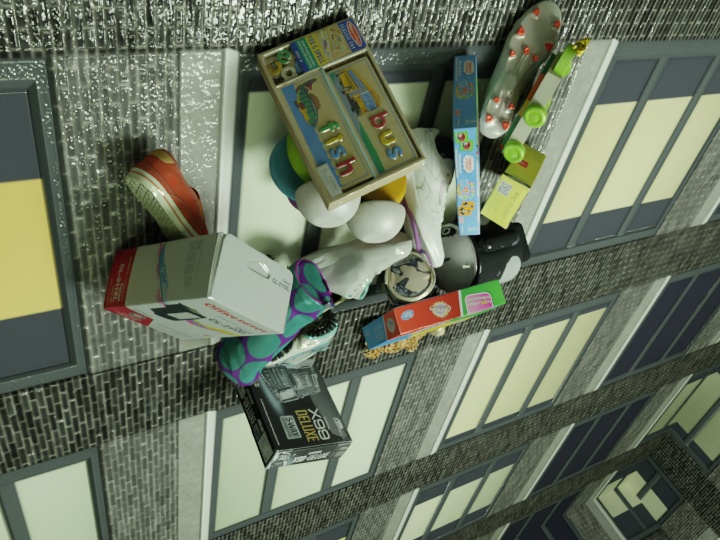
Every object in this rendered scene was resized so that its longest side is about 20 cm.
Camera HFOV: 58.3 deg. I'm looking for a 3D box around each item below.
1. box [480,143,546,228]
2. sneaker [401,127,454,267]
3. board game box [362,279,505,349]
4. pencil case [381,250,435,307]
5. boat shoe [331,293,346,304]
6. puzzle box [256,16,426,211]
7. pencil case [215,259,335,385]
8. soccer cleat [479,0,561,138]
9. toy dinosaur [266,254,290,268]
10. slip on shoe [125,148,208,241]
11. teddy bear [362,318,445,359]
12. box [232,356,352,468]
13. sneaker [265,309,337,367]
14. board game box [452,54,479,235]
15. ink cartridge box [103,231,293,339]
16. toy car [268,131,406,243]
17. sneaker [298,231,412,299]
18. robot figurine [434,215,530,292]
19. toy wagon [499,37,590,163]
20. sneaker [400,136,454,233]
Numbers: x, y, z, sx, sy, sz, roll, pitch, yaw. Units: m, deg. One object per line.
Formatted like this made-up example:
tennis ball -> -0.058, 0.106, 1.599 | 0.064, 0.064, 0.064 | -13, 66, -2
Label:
box -> 0.248, -0.140, 1.032 | 0.200, 0.049, 0.076 | -47, 166, -56
sneaker -> 0.102, -0.109, 0.934 | 0.097, 0.206, 0.075 | -15, -176, -8
board game box -> 0.117, 0.074, 1.064 | 0.195, 0.041, 0.153 | -14, 169, -22
pencil case -> 0.078, 0.022, 1.071 | 0.087, 0.080, 0.200 | -10, 170, 1
boat shoe -> -0.054, 0.039, 1.062 | 0.196, 0.064, 0.074 | -23, 141, -16
puzzle box -> -0.023, -0.186, 0.756 | 0.130, 0.204, 0.025 | -25, 170, -13
pencil case -> -0.127, 0.080, 0.960 | 0.200, 0.086, 0.092 | -43, 138, 18
soccer cleat -> 0.224, -0.292, 0.942 | 0.068, 0.078, 0.204 | 24, 100, -7
toy dinosaur -> -0.165, 0.039, 0.983 | 0.196, 0.059, 0.102 | -25, 142, -14
slip on shoe -> -0.224, -0.074, 0.818 | 0.062, 0.073, 0.202 | -59, 154, -23
teddy bear -> 0.092, 0.118, 1.252 | 0.195, 0.067, 0.147 | -9, 137, -30
box -> -0.121, 0.227, 1.094 | 0.155, 0.202, 0.050 | 6, 130, -39
sneaker -> -0.129, 0.136, 1.096 | 0.195, 0.078, 0.088 | -16, 141, -24
board game box -> 0.154, -0.177, 0.935 | 0.035, 0.154, 0.202 | -1, 142, 10
ink cartridge box -> -0.207, 0.027, 0.832 | 0.196, 0.085, 0.145 | -6, 155, 33
toy car -> -0.036, -0.129, 0.854 | 0.148, 0.180, 0.197 | -16, 159, 41
sneaker -> 0.000, 0.000, 0.975 | 0.196, 0.091, 0.075 | -12, -167, 35
robot figurine -> 0.205, -0.033, 1.140 | 0.195, 0.125, 0.153 | -12, 134, -27
toy wagon -> 0.267, -0.257, 0.943 | 0.156, 0.039, 0.202 | -57, 173, -38
sneaker -> 0.089, -0.109, 1.003 | 0.069, 0.083, 0.201 | 21, 115, -44
